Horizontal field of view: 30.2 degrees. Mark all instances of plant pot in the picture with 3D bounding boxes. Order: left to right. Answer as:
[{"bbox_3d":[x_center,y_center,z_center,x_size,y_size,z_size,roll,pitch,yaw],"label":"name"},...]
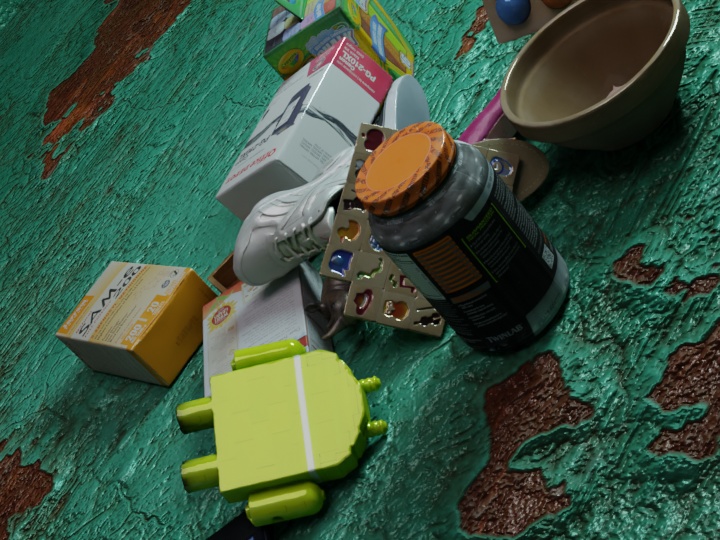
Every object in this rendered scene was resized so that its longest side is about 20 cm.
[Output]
[{"bbox_3d":[0.244,-0.184,1.318,0.200,0.093,0.201,-29,32,20],"label":"plant pot"}]

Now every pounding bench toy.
[{"bbox_3d":[0.236,-0.346,1.443,0.199,0.125,0.156,-14,13,38],"label":"pounding bench toy"}]

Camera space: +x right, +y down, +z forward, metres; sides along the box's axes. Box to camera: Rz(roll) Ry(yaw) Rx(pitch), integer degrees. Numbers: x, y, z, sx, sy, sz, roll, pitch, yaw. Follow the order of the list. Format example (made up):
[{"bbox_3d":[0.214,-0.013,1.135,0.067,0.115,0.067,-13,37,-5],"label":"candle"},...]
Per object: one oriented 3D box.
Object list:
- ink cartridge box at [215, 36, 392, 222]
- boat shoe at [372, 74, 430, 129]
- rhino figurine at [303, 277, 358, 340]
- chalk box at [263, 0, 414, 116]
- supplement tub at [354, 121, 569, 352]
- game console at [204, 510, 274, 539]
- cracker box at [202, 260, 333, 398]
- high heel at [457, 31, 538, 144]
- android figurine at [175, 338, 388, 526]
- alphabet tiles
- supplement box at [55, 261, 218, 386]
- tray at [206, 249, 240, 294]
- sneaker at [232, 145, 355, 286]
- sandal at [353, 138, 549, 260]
[{"bbox_3d":[-0.065,-0.151,1.548,0.145,0.084,0.201,-26,32,52],"label":"ink cartridge box"},{"bbox_3d":[0.032,-0.145,1.548,0.066,0.070,0.201,-19,45,31],"label":"boat shoe"},{"bbox_3d":[0.000,0.000,1.398,0.087,0.060,0.201,-11,40,39],"label":"rhino figurine"},{"bbox_3d":[-0.036,-0.289,1.668,0.124,0.200,0.125,-27,34,24],"label":"chalk box"},{"bbox_3d":[0.090,-0.031,1.197,0.122,0.200,0.123,-29,33,21],"label":"supplement tub"},{"bbox_3d":[-0.167,0.289,1.175,0.170,0.118,0.200,-37,31,10],"label":"game console"},{"bbox_3d":[-0.100,0.078,1.422,0.134,0.058,0.200,-33,31,14],"label":"cracker box"},{"bbox_3d":[0.151,-0.178,1.446,0.095,0.067,0.201,2,64,37],"label":"high heel"},{"bbox_3d":[-0.074,0.146,1.259,0.199,0.041,0.183,-15,58,5],"label":"android figurine"},{"bbox_3d":[0.055,-0.039,1.321,0.166,0.008,0.201,13,75,9],"label":"alphabet tiles"},{"bbox_3d":[-0.270,0.061,1.624,0.199,0.074,0.126,3,52,51],"label":"supplement box"},{"bbox_3d":[-0.085,-0.038,1.573,0.200,0.037,0.099,-47,31,-6],"label":"tray"},{"bbox_3d":[-0.052,-0.048,1.388,0.200,0.078,0.099,-39,26,9],"label":"sneaker"},{"bbox_3d":[0.091,-0.066,1.367,0.211,0.070,0.078,-27,75,-3],"label":"sandal"}]
